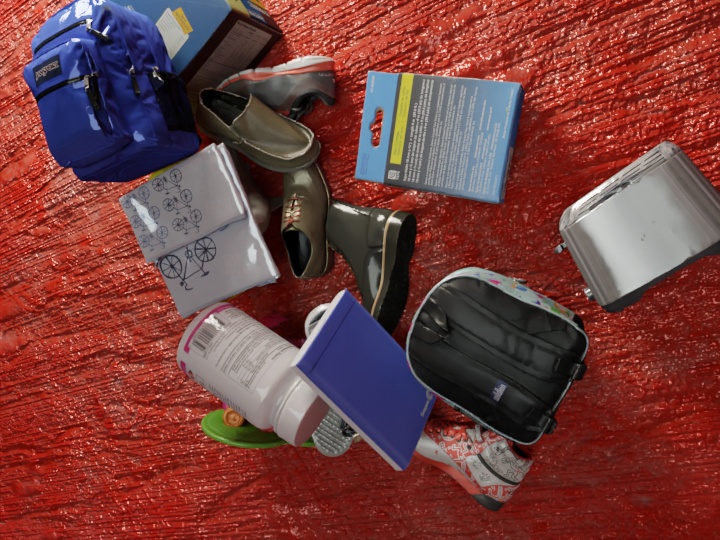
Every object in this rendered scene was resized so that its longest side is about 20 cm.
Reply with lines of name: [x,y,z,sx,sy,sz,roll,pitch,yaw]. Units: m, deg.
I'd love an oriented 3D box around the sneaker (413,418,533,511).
sneaker: [0.144,0.237,0.745,0.200,0.067,0.109,35,109,10]

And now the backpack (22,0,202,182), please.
backpack: [-0.316,-0.231,0.658,0.161,0.168,0.203,-15,92,16]

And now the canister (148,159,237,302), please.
canister: [-0.239,-0.056,0.814,0.201,0.086,0.148,59,157,1]

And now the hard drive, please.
hard drive: [0.014,0.141,0.683,0.200,0.132,0.025,47,138,-15]

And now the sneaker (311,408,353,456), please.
sneaker: [-0.039,0.170,0.794,0.077,0.079,0.203,-1,88,0]

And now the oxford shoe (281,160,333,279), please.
oxford shoe: [-0.085,-0.085,0.779,0.070,0.075,0.203,-9,94,25]

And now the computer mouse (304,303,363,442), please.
computer mouse: [-0.011,0.136,0.738,0.109,0.044,0.202,-25,96,1]

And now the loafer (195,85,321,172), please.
loafer: [-0.152,-0.202,0.745,0.198,0.070,0.076,20,70,7]

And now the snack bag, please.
snack bag: [-0.226,-0.046,0.728,0.187,0.021,0.202,-21,96,19]

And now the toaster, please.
toaster: [0.326,-0.054,0.598,0.199,0.113,0.130,-37,82,25]

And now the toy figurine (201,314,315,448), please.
toy figurine: [-0.137,0.164,0.827,0.197,0.150,0.187,10,93,-2]

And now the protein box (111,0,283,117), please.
protein box: [-0.264,-0.366,0.774,0.199,0.135,0.199,-38,84,23]

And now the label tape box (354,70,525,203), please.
label tape box: [0.102,-0.177,0.695,0.198,0.063,0.146,13,104,20]

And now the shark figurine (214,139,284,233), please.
shark figurine: [-0.159,-0.130,0.817,0.088,0.129,0.217,-17,65,-6]

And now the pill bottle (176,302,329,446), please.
pill bottle: [-0.137,0.138,0.705,0.199,0.113,0.114,30,109,19]

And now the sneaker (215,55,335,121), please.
sneaker: [-0.126,-0.254,0.772,0.197,0.077,0.083,-5,103,23]

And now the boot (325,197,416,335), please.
boot: [0.000,0.000,0.772,0.137,0.077,0.203,20,103,30]

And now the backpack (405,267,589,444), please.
backpack: [0.163,0.092,0.666,0.198,0.151,0.179,25,105,9]
